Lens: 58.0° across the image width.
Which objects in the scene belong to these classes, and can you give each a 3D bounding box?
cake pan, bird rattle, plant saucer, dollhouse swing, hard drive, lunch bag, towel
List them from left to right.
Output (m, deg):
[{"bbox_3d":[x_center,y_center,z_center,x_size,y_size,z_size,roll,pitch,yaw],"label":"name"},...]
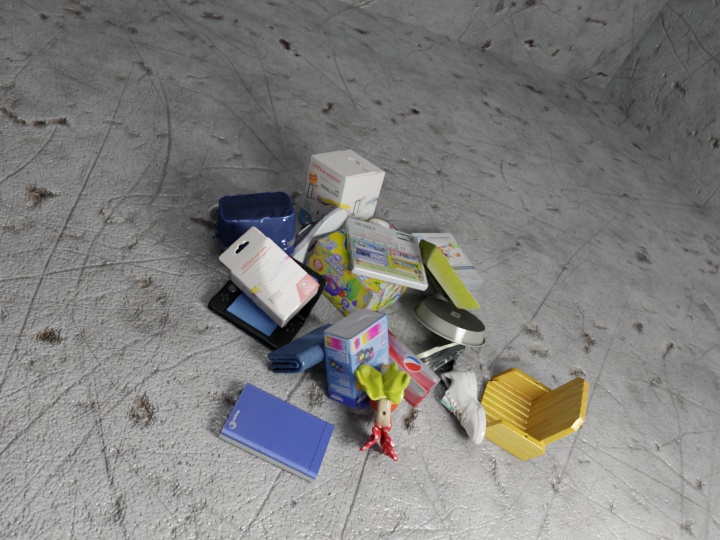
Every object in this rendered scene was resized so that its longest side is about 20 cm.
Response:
[{"bbox_3d":[-0.256,-0.098,1.562,0.200,0.132,0.136,-6,36,-11],"label":"lunch bag"},{"bbox_3d":[-0.160,0.315,1.275,0.200,0.025,0.132,27,39,-3],"label":"hard drive"},{"bbox_3d":[-0.098,0.169,1.414,0.200,0.112,0.049,-24,104,-48],"label":"towel"},{"bbox_3d":[0.055,0.280,1.342,0.113,0.200,0.163,-4,13,9],"label":"bird rattle"},{"bbox_3d":[0.213,0.018,1.683,0.200,0.048,0.200,53,1,-9],"label":"plant saucer"},{"bbox_3d":[0.232,0.127,1.655,0.200,0.037,0.200,21,17,-7],"label":"cake pan"},{"bbox_3d":[0.400,0.304,1.516,0.182,0.176,0.200,32,40,2],"label":"dollhouse swing"}]

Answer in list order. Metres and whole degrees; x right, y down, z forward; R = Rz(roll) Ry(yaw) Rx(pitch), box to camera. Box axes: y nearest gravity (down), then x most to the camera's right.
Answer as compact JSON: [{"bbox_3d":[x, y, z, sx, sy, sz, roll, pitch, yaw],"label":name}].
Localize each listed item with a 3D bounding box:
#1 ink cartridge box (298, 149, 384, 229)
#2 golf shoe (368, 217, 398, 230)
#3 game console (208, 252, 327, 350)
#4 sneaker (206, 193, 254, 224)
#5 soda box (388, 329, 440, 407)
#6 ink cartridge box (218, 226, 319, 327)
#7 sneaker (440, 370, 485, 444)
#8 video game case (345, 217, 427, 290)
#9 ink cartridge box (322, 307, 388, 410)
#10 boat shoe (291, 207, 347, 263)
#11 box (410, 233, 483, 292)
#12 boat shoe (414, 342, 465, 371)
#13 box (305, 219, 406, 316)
[{"bbox_3d":[-0.054,-0.200,1.739,0.145,0.200,0.147,-18,44,-42],"label":"ink cartridge box"},{"bbox_3d":[0.080,-0.051,1.744,0.200,0.073,0.092,55,42,-4],"label":"golf shoe"},{"bbox_3d":[-0.207,0.052,1.459,0.200,0.116,0.176,32,39,3],"label":"game console"},{"bbox_3d":[-0.315,-0.159,1.674,0.082,0.075,0.200,37,30,32],"label":"sneaker"},{"bbox_3d":[0.083,0.214,1.499,0.200,0.070,0.063,43,41,15],"label":"soda box"},{"bbox_3d":[-0.203,0.012,1.429,0.200,0.068,0.116,43,70,6],"label":"ink cartridge box"},{"bbox_3d":[0.230,0.314,1.495,0.088,0.075,0.200,6,37,-10],"label":"sneaker"},{"bbox_3d":[0.063,-0.042,1.611,0.200,0.022,0.182,14,42,-21],"label":"video game case"},{"bbox_3d":[-0.004,0.199,1.397,0.076,0.200,0.136,15,30,34],"label":"ink cartridge box"},{"bbox_3d":[-0.121,-0.093,1.634,0.068,0.200,0.072,46,4,32],"label":"boat shoe"},{"bbox_3d":[0.244,-0.026,1.884,0.156,0.041,0.200,-2,47,-34],"label":"box"},{"bbox_3d":[0.200,0.215,1.576,0.199,0.074,0.066,-5,76,-56],"label":"boat shoe"},{"bbox_3d":[0.000,0.000,1.639,0.200,0.122,0.193,45,41,17],"label":"box"}]
